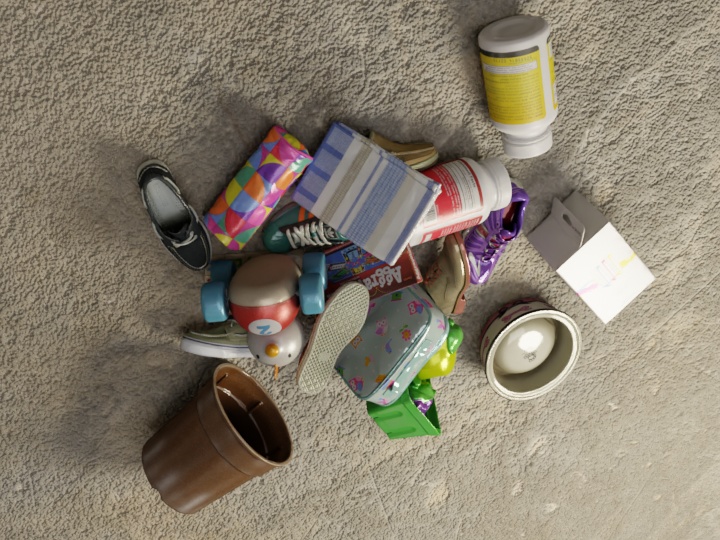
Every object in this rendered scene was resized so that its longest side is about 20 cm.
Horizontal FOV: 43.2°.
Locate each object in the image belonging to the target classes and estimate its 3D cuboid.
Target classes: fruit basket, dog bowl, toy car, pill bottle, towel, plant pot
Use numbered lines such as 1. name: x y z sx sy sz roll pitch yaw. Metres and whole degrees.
1. fruit basket: 0.103 0.166 1.568 0.214 0.216 0.156 -35 129 3
2. dog bowl: 0.312 0.142 1.710 0.197 0.074 0.203 -9 121 -15
3. toy car: -0.138 0.090 1.430 0.181 0.177 0.203 -5 111 3
4. pill bottle: 0.251 -0.284 1.424 0.110 0.112 0.202 -19 122 -7
5. towel: 0.008 -0.119 1.391 0.199 0.024 0.148 33 99 8
6. plant pot: -0.251 0.297 1.545 0.197 0.201 0.200 -37 124 14
7. pill bottle: 0.140 -0.117 1.474 0.197 0.112 0.114 -18 123 -19

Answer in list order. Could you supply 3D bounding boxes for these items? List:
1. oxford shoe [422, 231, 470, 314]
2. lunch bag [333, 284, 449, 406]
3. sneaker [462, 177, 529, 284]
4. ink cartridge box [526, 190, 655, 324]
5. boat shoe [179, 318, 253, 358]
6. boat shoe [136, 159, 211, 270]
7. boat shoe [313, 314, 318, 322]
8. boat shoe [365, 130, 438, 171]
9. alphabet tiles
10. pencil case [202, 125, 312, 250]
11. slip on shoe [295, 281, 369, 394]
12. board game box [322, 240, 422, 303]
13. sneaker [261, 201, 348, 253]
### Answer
1. oxford shoe: 0.144 0.012 1.559 0.074 0.071 0.202 -9 137 -8
2. lunch bag: 0.043 0.116 1.489 0.201 0.160 0.077 -52 143 11
3. sneaker: 0.228 -0.060 1.560 0.080 0.084 0.202 9 116 -23
4. ink cartridge box: 0.400 -0.031 1.610 0.125 0.129 0.200 -44 122 9
5. boat shoe: -0.203 0.111 1.520 0.197 0.072 0.063 4 94 -26
6. boat shoe: -0.284 -0.072 1.390 0.075 0.060 0.201 -29 124 -1
7. boat shoe: -0.015 0.027 1.534 0.072 0.060 0.203 5 122 -52
8. boat shoe: 0.027 -0.183 1.434 0.197 0.072 0.077 -15 108 -12
9. alphabet tiles: -0.180 0.059 1.533 0.165 0.008 0.203 -5 119 -16
10. pencil case: -0.159 -0.124 1.394 0.088 0.089 0.200 33 106 -31
11. slip on shoe: -0.049 0.102 1.465 0.073 0.061 0.202 22 107 -17
12. board game box: 0.000 0.000 1.460 0.198 0.019 0.104 -22 89 34
13. sneaker: -0.064 -0.074 1.451 0.198 0.080 0.072 -25 123 -1
